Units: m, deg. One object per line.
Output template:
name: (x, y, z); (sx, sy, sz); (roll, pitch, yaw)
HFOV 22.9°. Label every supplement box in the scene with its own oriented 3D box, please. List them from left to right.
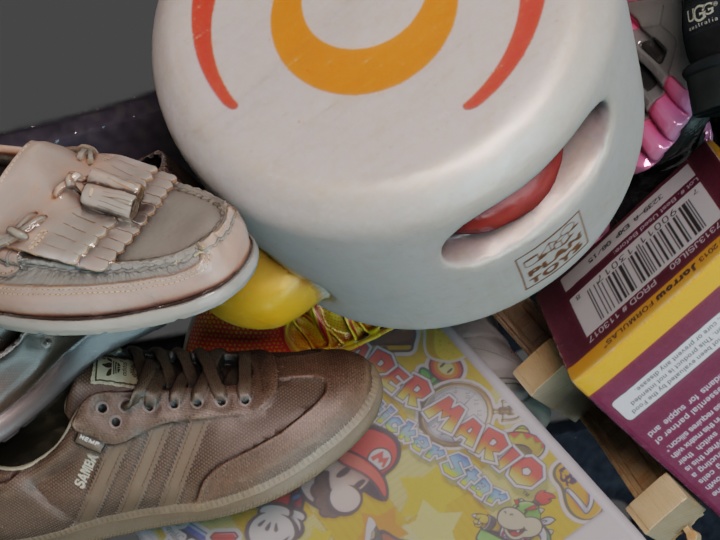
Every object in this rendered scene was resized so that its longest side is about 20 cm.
supplement box: (0.190, 0.054, 0.810); (0.110, 0.086, 0.200); (-43, 113, 14)

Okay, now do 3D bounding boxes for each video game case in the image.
video game case: (0.002, 0.114, 0.820); (0.182, 0.200, 0.023); (-34, 143, -11)

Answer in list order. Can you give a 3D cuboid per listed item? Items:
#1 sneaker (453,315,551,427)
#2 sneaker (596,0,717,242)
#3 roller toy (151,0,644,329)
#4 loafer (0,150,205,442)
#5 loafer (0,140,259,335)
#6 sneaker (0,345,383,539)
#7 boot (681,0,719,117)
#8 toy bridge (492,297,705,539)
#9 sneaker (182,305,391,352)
sneaker: (0.008, 0.101, 0.880); (0.200, 0.099, 0.078); (-41, 134, -5)
sneaker: (0.134, -0.067, 0.839); (0.095, 0.079, 0.200); (-18, 157, -25)
roller toy: (0.020, -0.074, 0.717); (0.140, 0.182, 0.201); (57, 38, -64)
loafer: (-0.146, 0.013, 0.758); (0.200, 0.073, 0.071); (-35, 120, -17)
loafer: (-0.134, -0.021, 0.668); (0.072, 0.199, 0.063); (-54, 137, -44)
sneaker: (-0.091, 0.068, 0.784); (0.199, 0.071, 0.076); (-20, 124, 7)
boot: (0.187, -0.150, 0.745); (0.198, 0.073, 0.163); (-6, 86, -42)
toy bridge: (0.099, 0.053, 0.850); (0.027, 0.200, 0.067); (-42, 150, 9)
sneaker: (0.000, 0.000, 0.819); (0.200, 0.077, 0.073); (-37, 117, 6)
